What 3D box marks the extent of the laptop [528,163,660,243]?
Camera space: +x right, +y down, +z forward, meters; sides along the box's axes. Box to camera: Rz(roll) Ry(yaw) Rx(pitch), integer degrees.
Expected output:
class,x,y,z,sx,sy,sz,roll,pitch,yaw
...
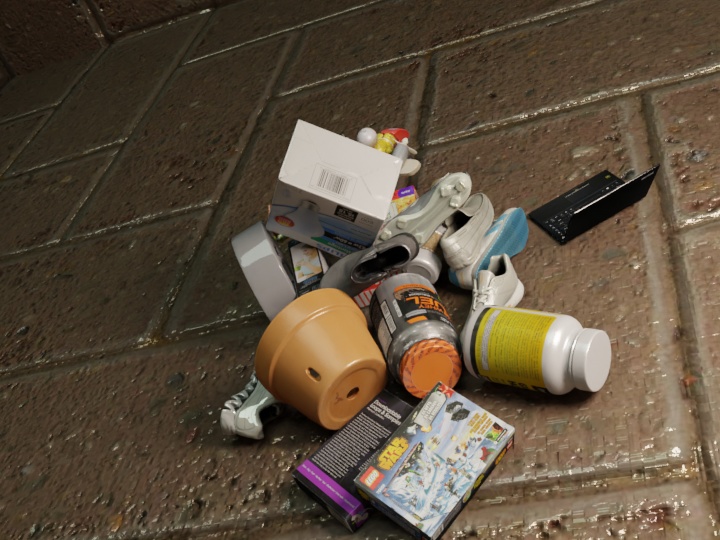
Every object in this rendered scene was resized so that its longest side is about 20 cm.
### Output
class,x,y,z,sx,sy,sz,roll,pitch,yaw
laptop,0.401,-0.137,1.621,0.175,0.105,0.200,-28,33,-6

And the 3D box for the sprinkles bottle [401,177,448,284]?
class,x,y,z,sx,sy,sz,roll,pitch,yaw
sprinkles bottle,0.130,-0.071,1.643,0.067,0.069,0.203,-3,48,30

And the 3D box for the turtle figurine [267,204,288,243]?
class,x,y,z,sx,sy,sz,roll,pitch,yaw
turtle figurine,-0.107,-0.100,1.855,0.063,0.163,0.202,-4,37,28

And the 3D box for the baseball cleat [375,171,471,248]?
class,x,y,z,sx,sy,sz,roll,pitch,yaw
baseball cleat,0.112,-0.093,1.585,0.198,0.070,0.107,-36,6,15

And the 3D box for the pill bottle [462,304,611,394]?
class,x,y,z,sx,sy,sz,roll,pitch,yaw
pill bottle,0.256,0.117,1.353,0.197,0.114,0.113,7,44,40

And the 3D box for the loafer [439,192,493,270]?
class,x,y,z,sx,sy,sz,roll,pitch,yaw
loafer,0.181,-0.081,1.599,0.069,0.070,0.201,-27,22,31

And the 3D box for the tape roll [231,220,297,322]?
class,x,y,z,sx,sy,sz,roll,pitch,yaw
tape roll,-0.161,0.014,1.693,0.065,0.202,0.201,-28,32,-1

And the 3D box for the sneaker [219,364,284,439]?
class,x,y,z,sx,sy,sz,roll,pitch,yaw
sneaker,-0.153,0.202,1.559,0.079,0.076,0.201,13,49,24

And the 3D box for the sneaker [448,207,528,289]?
class,x,y,z,sx,sy,sz,roll,pitch,yaw
sneaker,0.228,-0.044,1.635,0.080,0.078,0.200,3,39,45

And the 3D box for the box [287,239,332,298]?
class,x,y,z,sx,sy,sz,roll,pitch,yaw
box,-0.077,0.029,1.699,0.059,0.118,0.201,-24,34,5

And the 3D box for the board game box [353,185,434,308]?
class,x,y,z,sx,sy,sz,roll,pitch,yaw
board game box,0.049,-0.046,1.722,0.148,0.046,0.203,-17,55,12

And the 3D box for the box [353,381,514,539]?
class,x,y,z,sx,sy,sz,roll,pitch,yaw
box,0.103,0.263,1.283,0.136,0.040,0.200,29,59,29

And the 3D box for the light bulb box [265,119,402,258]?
class,x,y,z,sx,sy,sz,roll,pitch,yaw
light bulb box,-0.050,-0.130,1.620,0.194,0.201,0.127,20,65,-3

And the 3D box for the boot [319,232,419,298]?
class,x,y,z,sx,sy,sz,roll,pitch,yaw
boot,0.000,0.000,1.504,0.198,0.071,0.132,-34,1,17

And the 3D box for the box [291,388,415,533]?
class,x,y,z,sx,sy,sz,roll,pitch,yaw
box,0.014,0.274,1.368,0.199,0.037,0.142,-41,37,-20

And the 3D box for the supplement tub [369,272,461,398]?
class,x,y,z,sx,sy,sz,roll,pitch,yaw
supplement tub,0.088,0.103,1.476,0.120,0.124,0.201,-24,33,1

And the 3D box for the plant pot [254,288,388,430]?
class,x,y,z,sx,sy,sz,roll,pitch,yaw
plant pot,-0.048,0.152,1.457,0.198,0.202,0.140,-35,51,-16

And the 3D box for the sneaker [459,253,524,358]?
class,x,y,z,sx,sy,sz,roll,pitch,yaw
sneaker,0.198,0.054,1.498,0.074,0.093,0.201,0,41,32

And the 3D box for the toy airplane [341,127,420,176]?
class,x,y,z,sx,sy,sz,roll,pitch,yaw
toy airplane,0.021,-0.230,1.971,0.196,0.143,0.201,-21,33,5
